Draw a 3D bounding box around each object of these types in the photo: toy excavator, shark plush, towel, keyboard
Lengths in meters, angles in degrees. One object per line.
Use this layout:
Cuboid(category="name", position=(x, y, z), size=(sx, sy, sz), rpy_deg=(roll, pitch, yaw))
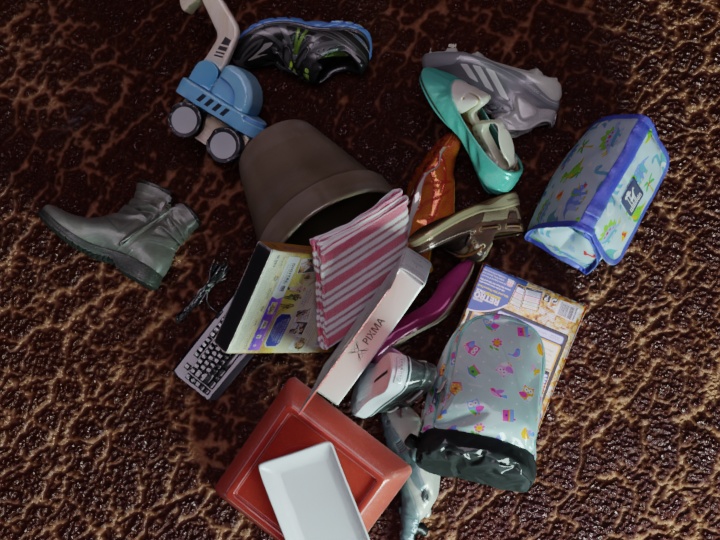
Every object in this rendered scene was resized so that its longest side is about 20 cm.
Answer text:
Cuboid(category="toy excavator", position=(-0.190, -0.269, 1.457), size=(0.194, 0.100, 0.200), rpy_deg=(33, 98, 5))
Cuboid(category="shark plush", position=(0.064, 0.278, 1.416), size=(0.083, 0.091, 0.201), rpy_deg=(3, 101, 22))
Cuboid(category="towel", position=(0.000, 0.000, 1.370), size=(0.146, 0.200, 0.030), rpy_deg=(-32, 55, -26))
Cuboid(category="keyboard", position=(-0.186, 0.065, 1.465), size=(0.127, 0.021, 0.200), rpy_deg=(37, 83, 7))

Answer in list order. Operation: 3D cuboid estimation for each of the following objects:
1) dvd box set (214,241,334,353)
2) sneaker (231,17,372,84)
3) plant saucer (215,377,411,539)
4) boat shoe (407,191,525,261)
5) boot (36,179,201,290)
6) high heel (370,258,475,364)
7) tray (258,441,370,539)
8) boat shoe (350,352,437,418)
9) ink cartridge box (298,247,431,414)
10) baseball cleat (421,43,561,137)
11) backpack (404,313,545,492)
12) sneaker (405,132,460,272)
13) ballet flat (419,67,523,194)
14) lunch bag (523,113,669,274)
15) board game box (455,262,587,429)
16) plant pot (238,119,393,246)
Cuboid(category="dvd box set", position=(-0.080, 0.037, 1.361), size=(0.029, 0.200, 0.147), rpy_deg=(37, 110, 34))
Cuboid(category="sneaker", position=(-0.083, -0.302, 1.492), size=(0.199, 0.071, 0.083), rpy_deg=(-1, 63, 0))
Cuboid(category="plant saucer", position=(-0.069, 0.275, 1.383), size=(0.199, 0.037, 0.200), rpy_deg=(37, 105, 8))
Cuboid(category="boat shoe", position=(0.147, -0.047, 1.410), size=(0.200, 0.072, 0.072), rpy_deg=(-21, 89, -43))
Cuboid(category="boot", position=(-0.329, -0.071, 1.478), size=(0.200, 0.068, 0.131), rpy_deg=(29, 78, -1))
Cuboid(category="high heel", position=(0.068, 0.047, 1.435), size=(0.096, 0.067, 0.200), rpy_deg=(36, 81, 11))
Cuboid(category="tray", position=(-0.046, 0.320, 1.353), size=(0.107, 0.022, 0.200), rpy_deg=(-21, 92, 17))
Cuboid(category="boat shoe", position=(0.040, 0.153, 1.358), size=(0.071, 0.200, 0.072), rpy_deg=(14, 74, -13))
Cuboid(category="ink cartridge box", position=(0.009, 0.081, 1.312), size=(0.044, 0.174, 0.200), rpy_deg=(34, 109, -3))
Cuboid(category="baseball cleat", position=(0.175, -0.243, 1.477), size=(0.199, 0.070, 0.107), rpy_deg=(12, 81, 5))
Cuboid(category="backpack", position=(0.159, 0.156, 1.321), size=(0.166, 0.127, 0.200), rpy_deg=(16, 64, -6))
Cuboid(category="sneaker", position=(0.100, -0.091, 1.464), size=(0.077, 0.073, 0.200), rpy_deg=(20, 88, -12))
Cuboid(category="ballet flat", position=(0.156, -0.198, 1.429), size=(0.067, 0.070, 0.200), rpy_deg=(-32, 91, -46))
Cuboid(category="lunch bag", position=(0.308, -0.100, 1.381), size=(0.127, 0.200, 0.170), rpy_deg=(29, 82, 7))
Cuboid(category="board game box", position=(0.194, 0.111, 1.427), size=(0.151, 0.046, 0.200), rpy_deg=(23, 82, 6))
Cuboid(category="plant pot", position=(-0.073, -0.098, 1.416), size=(0.200, 0.200, 0.174), rpy_deg=(-33, 65, -3))
